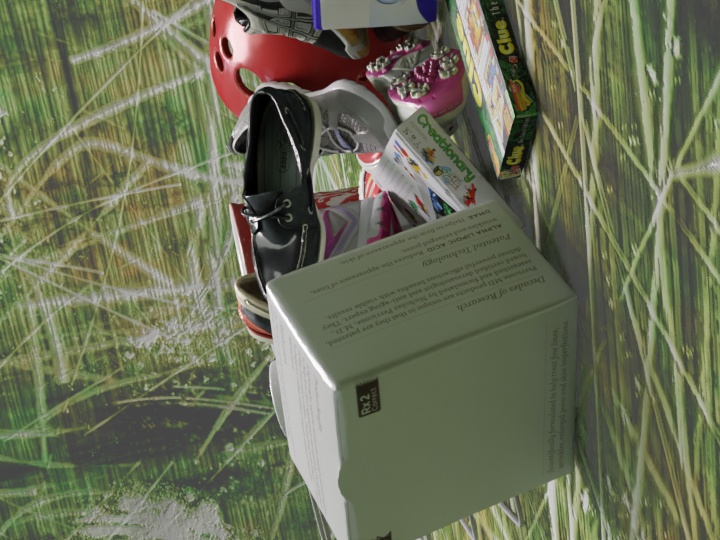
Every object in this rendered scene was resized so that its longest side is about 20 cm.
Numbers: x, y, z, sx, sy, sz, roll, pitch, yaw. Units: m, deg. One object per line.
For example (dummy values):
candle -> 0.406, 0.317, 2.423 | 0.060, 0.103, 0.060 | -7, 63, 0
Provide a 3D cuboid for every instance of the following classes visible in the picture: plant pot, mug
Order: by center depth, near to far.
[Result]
plant pot -> -0.051, -0.255, 1.547 | 0.183, 0.199, 0.201 | 94, 163, -58
mug -> -0.052, -0.043, 1.928 | 0.178, 0.199, 0.134 | -117, 16, -69

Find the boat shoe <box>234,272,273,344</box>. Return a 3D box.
boat shoe -> -0.019, 0.036, 1.456 | 0.063, 0.199, 0.071 | 76, -155, -48

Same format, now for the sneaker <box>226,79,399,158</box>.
sneaker -> -0.041, -0.121, 1.441 | 0.200, 0.082, 0.075 | 7, 142, 49

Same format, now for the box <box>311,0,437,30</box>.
box -> 0.003, -0.326, 1.254 | 0.184, 0.104, 0.201 | 88, 176, -60

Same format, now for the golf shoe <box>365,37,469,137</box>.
golf shoe -> 0.064, -0.146, 1.378 | 0.092, 0.075, 0.200 | 62, 180, -19

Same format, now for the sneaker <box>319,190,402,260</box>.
sneaker -> -0.017, 0.021, 1.383 | 0.082, 0.088, 0.201 | 65, -155, -43

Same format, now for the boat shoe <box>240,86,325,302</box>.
boat shoe -> -0.073, -0.066, 1.358 | 0.066, 0.074, 0.200 | 25, -113, -55

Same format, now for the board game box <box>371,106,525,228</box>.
board game box -> 0.069, -0.061, 1.343 | 0.126, 0.035, 0.200 | 49, 171, 2

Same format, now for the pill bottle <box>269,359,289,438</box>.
pill bottle -> 0.019, 0.101, 1.511 | 0.112, 0.199, 0.113 | -13, -90, -82

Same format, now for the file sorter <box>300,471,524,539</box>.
file sorter -> 0.048, 0.210, 1.555 | 0.139, 0.199, 0.125 | -141, 35, -80

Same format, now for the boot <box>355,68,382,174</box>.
boot -> -0.013, -0.186, 1.651 | 0.144, 0.072, 0.200 | 47, -170, -26

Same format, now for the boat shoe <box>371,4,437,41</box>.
boat shoe -> 0.009, -0.304, 1.423 | 0.072, 0.072, 0.201 | -22, 85, 57

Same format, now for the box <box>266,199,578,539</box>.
box -> 0.049, 0.084, 1.202 | 0.131, 0.199, 0.200 | -125, 22, -43

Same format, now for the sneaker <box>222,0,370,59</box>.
sneaker -> -0.064, -0.234, 1.370 | 0.200, 0.087, 0.076 | 33, -139, -56

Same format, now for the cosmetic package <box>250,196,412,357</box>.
cosmetic package -> 0.000, 0.000, 1.550 | 0.151, 0.199, 0.052 | 84, 170, -46

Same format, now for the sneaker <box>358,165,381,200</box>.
sneaker -> 0.038, -0.029, 1.745 | 0.085, 0.077, 0.201 | -135, 33, -69

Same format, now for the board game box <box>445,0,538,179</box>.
board game box -> 0.094, -0.180, 1.207 | 0.105, 0.023, 0.201 | 88, 168, -67
